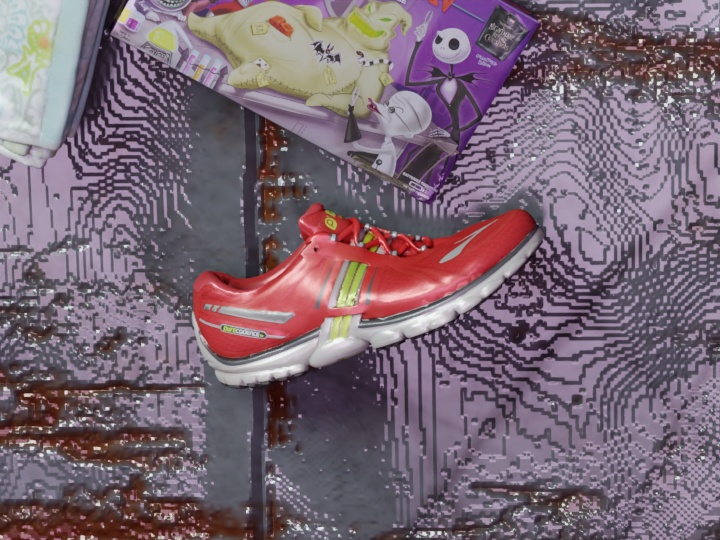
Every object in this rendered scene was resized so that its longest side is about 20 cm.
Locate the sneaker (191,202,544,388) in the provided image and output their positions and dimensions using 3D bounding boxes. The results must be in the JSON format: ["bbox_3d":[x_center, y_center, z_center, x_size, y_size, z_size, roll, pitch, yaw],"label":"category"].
[{"bbox_3d":[0.000,0.000,1.561,0.200,0.077,0.085,-20,98,9],"label":"sneaker"}]

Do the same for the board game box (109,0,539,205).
[{"bbox_3d":[-0.019,-0.132,1.539,0.200,0.032,0.120,27,100,-13],"label":"board game box"}]

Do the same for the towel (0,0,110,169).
[{"bbox_3d":[-0.213,-0.171,1.527,0.171,0.048,0.200,21,111,13],"label":"towel"}]
